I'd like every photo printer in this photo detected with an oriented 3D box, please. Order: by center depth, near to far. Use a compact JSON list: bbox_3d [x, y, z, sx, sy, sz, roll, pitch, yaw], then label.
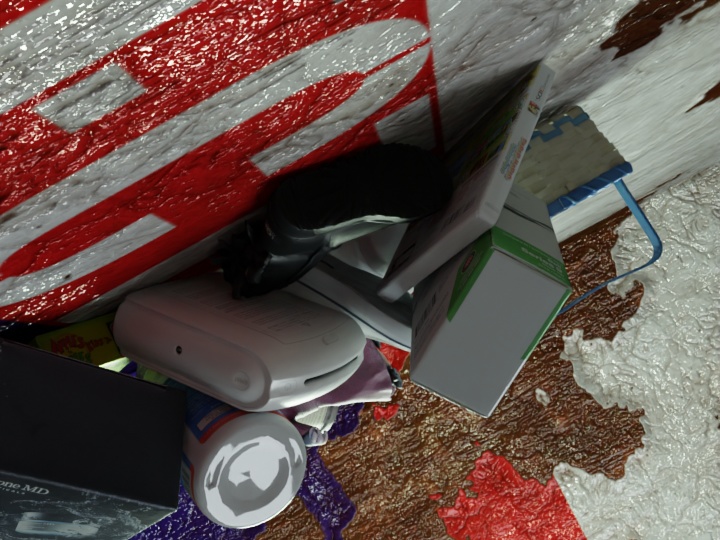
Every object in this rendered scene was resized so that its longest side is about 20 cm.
[{"bbox_3d":[-0.104,0.065,0.943,0.198,0.070,0.166,18,-162,29],"label":"photo printer"}]

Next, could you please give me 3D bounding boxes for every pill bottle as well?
[{"bbox_3d":[-0.141,0.149,0.965,0.111,0.113,0.200,-24,-150,-21],"label":"pill bottle"},{"bbox_3d":[0.000,0.000,1.119,0.111,0.112,0.200,-22,169,-34],"label":"pill bottle"}]

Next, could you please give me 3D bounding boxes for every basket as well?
[{"bbox_3d":[0.233,-0.069,1.138,0.175,0.202,0.139,-24,171,-19],"label":"basket"}]

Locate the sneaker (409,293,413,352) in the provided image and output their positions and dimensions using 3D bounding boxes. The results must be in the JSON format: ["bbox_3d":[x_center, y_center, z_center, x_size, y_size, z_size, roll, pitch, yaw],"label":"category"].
[{"bbox_3d":[0.074,-0.013,1.144,0.077,0.202,0.116,4,162,7],"label":"sneaker"}]

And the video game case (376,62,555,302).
[{"bbox_3d":[0.096,-0.077,0.937,0.200,0.023,0.183,-42,-161,58],"label":"video game case"}]

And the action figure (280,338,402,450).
[{"bbox_3d":[-0.064,0.121,1.095,0.198,0.135,0.149,-26,176,-1],"label":"action figure"}]

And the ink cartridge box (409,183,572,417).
[{"bbox_3d":[0.113,0.012,0.924,0.147,0.083,0.200,-61,-172,24],"label":"ink cartridge box"}]

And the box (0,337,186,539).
[{"bbox_3d":[-0.287,0.167,0.885,0.195,0.119,0.200,21,141,-32],"label":"box"}]

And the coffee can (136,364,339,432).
[{"bbox_3d":[-0.143,0.133,1.178,0.198,0.148,0.146,-2,158,-35],"label":"coffee can"}]

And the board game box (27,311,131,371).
[{"bbox_3d":[-0.310,0.112,1.005,0.101,0.048,0.200,-18,167,-46],"label":"board game box"}]

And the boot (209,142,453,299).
[{"bbox_3d":[-0.030,-0.040,0.922,0.197,0.074,0.162,-17,166,-31],"label":"boot"}]

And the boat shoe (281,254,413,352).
[{"bbox_3d":[-0.010,0.038,1.018,0.073,0.199,0.067,-23,140,-56],"label":"boat shoe"}]
